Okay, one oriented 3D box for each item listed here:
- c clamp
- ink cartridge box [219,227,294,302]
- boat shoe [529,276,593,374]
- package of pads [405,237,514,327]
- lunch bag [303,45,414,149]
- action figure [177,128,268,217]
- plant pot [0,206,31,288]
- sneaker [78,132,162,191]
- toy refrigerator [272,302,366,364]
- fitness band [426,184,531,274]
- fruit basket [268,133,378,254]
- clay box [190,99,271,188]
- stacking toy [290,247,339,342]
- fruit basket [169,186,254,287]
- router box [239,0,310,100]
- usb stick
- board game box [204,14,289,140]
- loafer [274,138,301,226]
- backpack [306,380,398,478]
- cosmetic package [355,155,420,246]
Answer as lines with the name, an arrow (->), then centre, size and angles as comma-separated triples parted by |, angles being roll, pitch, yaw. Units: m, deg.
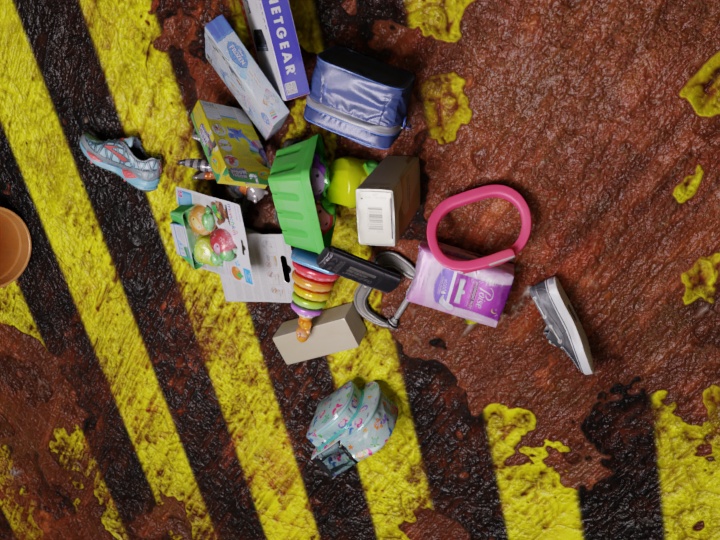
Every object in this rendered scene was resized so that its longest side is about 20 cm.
c clamp -> 0.078, 0.050, 1.457 | 0.169, 0.027, 0.201 | 38, 121, 1
ink cartridge box -> -0.224, -0.011, 1.537 | 0.194, 0.057, 0.167 | -1, 113, 18
boat shoe -> 0.386, 0.114, 1.339 | 0.067, 0.072, 0.204 | -23, 102, 27
package of pads -> 0.194, 0.025, 1.360 | 0.194, 0.076, 0.124 | 17, 116, 6
lunch bag -> 0.003, -0.301, 1.254 | 0.195, 0.136, 0.135 | 23, 121, 8
action figure -> -0.278, -0.182, 1.445 | 0.190, 0.104, 0.205 | 25, 118, 20
plant pot -> -0.943, -0.065, 1.724 | 0.137, 0.199, 0.206 | 11, 120, 35
sneaker -> -0.519, -0.261, 1.527 | 0.196, 0.080, 0.097 | 29, 112, -4
toy refrigerator -> -0.090, 0.140, 1.544 | 0.196, 0.070, 0.077 | -17, 113, 29
fitness band -> 0.220, -0.077, 1.290 | 0.194, 0.037, 0.148 | -16, 78, 12
fruit basket -> -0.058, -0.149, 1.330 | 0.208, 0.158, 0.219 | 5, 135, 5
clay box -> -0.243, -0.231, 1.337 | 0.048, 0.113, 0.204 | -45, 58, 35
stacking toy -> -0.106, 0.056, 1.461 | 0.107, 0.116, 0.206 | 18, 108, 12
fruit basket -> -0.307, -0.066, 1.440 | 0.197, 0.093, 0.190 | 21, 129, 37
router box -> -0.159, -0.417, 1.246 | 0.048, 0.179, 0.206 | -19, 111, -14
usb stick -> 0.000, 0.000, 1.372 | 0.197, 0.033, 0.055 | 21, 129, -38
board game box -> -0.213, -0.349, 1.293 | 0.043, 0.200, 0.201 | -36, 99, -8
loafer -> -0.154, -0.174, 1.419 | 0.062, 0.071, 0.205 | 25, 126, 32
backpack -> -0.015, 0.340, 1.547 | 0.197, 0.179, 0.152 | -31, 107, 26
cosmetic package -> 0.055, -0.132, 1.277 | 0.069, 0.201, 0.108 | 4, 118, 17
